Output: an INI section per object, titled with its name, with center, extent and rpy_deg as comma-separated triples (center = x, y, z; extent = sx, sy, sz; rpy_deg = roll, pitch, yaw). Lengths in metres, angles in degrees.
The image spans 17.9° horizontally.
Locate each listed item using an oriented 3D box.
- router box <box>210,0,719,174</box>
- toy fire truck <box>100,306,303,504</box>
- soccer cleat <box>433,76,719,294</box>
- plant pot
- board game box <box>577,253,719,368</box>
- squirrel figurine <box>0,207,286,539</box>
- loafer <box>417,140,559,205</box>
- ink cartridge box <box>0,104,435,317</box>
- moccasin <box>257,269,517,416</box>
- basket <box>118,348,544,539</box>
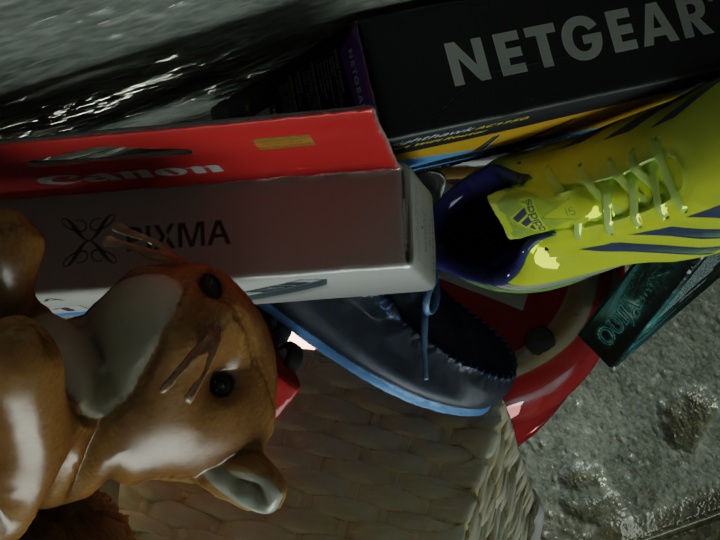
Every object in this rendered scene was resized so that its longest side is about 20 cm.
[router box]
center = 0.057, -0.078, 0.934
extent = 0.199, 0.052, 0.149
rpy_deg = -14, 177, -26
[toy fire truck]
center = -0.090, 0.066, 1.036
extent = 0.141, 0.049, 0.200
rpy_deg = -50, -153, 16
[soccer cleat]
center = 0.099, -0.030, 0.932
extent = 0.083, 0.065, 0.200
rpy_deg = -4, 169, -36
[plant pot]
center = 0.040, 0.012, 1.258
extent = 0.199, 0.202, 0.182
rpy_deg = -16, 174, -12
[board game box]
center = 0.205, -0.040, 1.179
extent = 0.200, 0.028, 0.136
rpy_deg = -36, 165, -40
[squirrel figurine]
center = -0.124, 0.068, 0.813
extent = 0.185, 0.142, 0.201
rpy_deg = -9, 130, -25
[loafer]
center = 0.022, -0.053, 1.067
extent = 0.198, 0.073, 0.073
rpy_deg = -16, 180, 1
[ink cartridge box]
center = -0.079, -0.015, 0.849
extent = 0.198, 0.045, 0.176
rpy_deg = -5, 173, 7
[moccasin]
center = 0.000, 0.000, 1.027
extent = 0.068, 0.199, 0.081
rpy_deg = -49, -150, 20
[basket]
center = -0.027, 0.156, 1.138
extent = 0.198, 0.199, 0.161
rpy_deg = 13, 156, 14
